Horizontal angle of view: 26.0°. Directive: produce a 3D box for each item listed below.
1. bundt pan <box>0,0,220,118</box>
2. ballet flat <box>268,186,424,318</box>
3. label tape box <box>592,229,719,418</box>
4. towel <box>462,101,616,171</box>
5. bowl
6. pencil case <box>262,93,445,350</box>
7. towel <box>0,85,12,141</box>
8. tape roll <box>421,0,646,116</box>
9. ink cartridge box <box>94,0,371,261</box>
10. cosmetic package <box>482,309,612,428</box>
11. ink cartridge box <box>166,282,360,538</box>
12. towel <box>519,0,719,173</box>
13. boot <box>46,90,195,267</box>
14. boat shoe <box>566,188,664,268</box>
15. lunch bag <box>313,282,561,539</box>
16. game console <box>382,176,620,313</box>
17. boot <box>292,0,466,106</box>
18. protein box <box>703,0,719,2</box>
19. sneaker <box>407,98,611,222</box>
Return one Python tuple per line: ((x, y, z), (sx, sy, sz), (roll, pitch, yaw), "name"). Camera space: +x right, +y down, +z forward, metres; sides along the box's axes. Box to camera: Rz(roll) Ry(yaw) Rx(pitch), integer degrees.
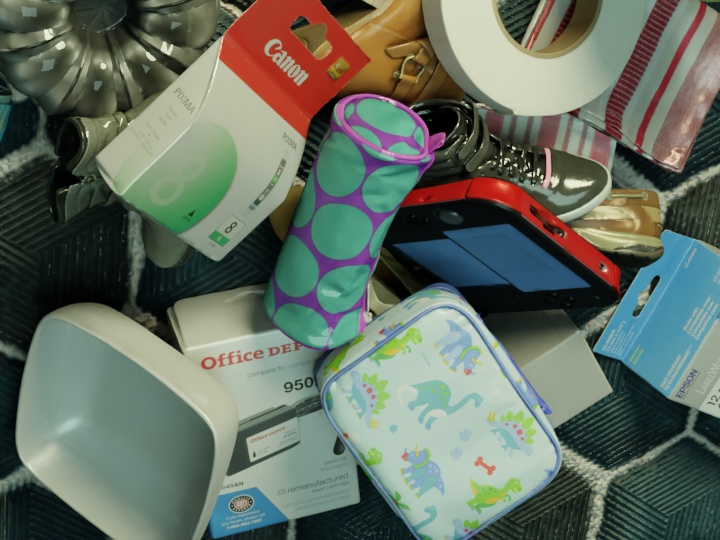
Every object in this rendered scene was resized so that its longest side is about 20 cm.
((-0.197, -0.200, 1.194), (0.200, 0.076, 0.204), (-8, 119, -14), "bundt pan")
((0.000, 0.000, 1.361), (0.069, 0.063, 0.200), (-41, 121, 18), "ballet flat")
((0.345, 0.062, 1.504), (0.198, 0.066, 0.144), (20, 109, -27), "label tape box")
((0.126, -0.079, 1.387), (0.198, 0.030, 0.148), (3, 115, -16), "towel")
((-0.189, 0.129, 1.310), (0.199, 0.075, 0.201), (33, 131, 15), "bowl")
((-0.009, -0.037, 1.250), (0.092, 0.085, 0.201), (20, 122, -3), "pencil case")
((-0.373, -0.074, 1.234), (0.145, 0.022, 0.201), (17, 110, -23), "towel")
((0.143, -0.227, 1.266), (0.201, 0.037, 0.205), (-5, 100, -26), "tape roll")
((-0.082, -0.109, 1.168), (0.200, 0.050, 0.161), (-41, 152, 6), "ink cartridge box")
((0.118, 0.111, 1.434), (0.199, 0.107, 0.090), (-36, 120, 1), "cosmetic package")
((-0.085, 0.120, 1.387), (0.143, 0.084, 0.202), (-12, 118, -12), "ink cartridge box")
((0.234, -0.187, 1.347), (0.199, 0.023, 0.145), (25, 91, -27), "towel")
((-0.189, -0.064, 1.224), (0.130, 0.068, 0.201), (-21, 149, -28), "boot")
((0.169, -0.053, 1.360), (0.198, 0.076, 0.075), (9, 81, -8), "boat shoe")
((0.069, 0.124, 1.327), (0.160, 0.083, 0.201), (-35, 106, 3), "lunch bag")
((0.107, -0.014, 1.321), (0.199, 0.176, 0.031), (34, 58, -39), "game console")
((0.010, -0.160, 1.282), (0.154, 0.074, 0.201), (26, 108, -30), "boot")
((0.282, -0.319, 1.181), (0.134, 0.198, 0.202), (10, 94, -21), "protein box")
((0.111, -0.090, 1.281), (0.197, 0.071, 0.099), (4, 152, 3), "sneaker")
